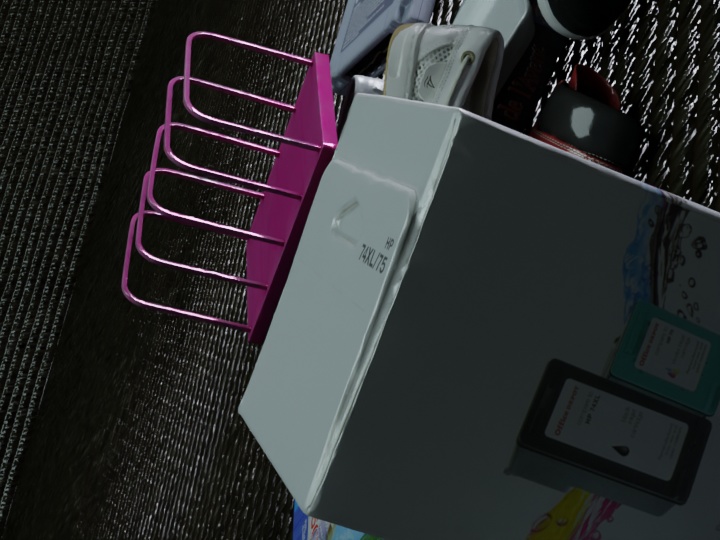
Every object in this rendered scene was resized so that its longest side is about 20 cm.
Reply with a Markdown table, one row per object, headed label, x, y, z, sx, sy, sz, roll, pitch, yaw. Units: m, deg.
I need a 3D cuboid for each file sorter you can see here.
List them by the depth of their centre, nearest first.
| label | x | y | z | sx | sy | sz | roll | pitch | yaw |
| --- | --- | --- | --- | --- | --- | --- | --- | --- | --- |
| file sorter | -0.110 | -0.071 | 1.185 | 0.140 | 0.124 | 0.201 | -96 | 24 | -52 |

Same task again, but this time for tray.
| label | x | y | z | sx | sy | sz | roll | pitch | yaw |
| --- | --- | --- | --- | --- | --- | --- | --- | --- | --- |
| tray | 0.063 | -0.114 | 0.964 | 0.108 | 0.022 | 0.201 | -92 | 27 | -51 |

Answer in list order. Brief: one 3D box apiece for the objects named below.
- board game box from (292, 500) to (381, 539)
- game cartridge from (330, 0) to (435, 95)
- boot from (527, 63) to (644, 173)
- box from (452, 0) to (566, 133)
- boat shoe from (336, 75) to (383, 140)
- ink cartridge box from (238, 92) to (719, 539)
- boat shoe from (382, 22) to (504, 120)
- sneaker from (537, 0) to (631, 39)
| label | x | y | z | sx | sy | sz | roll | pitch | yaw |
| --- | --- | --- | --- | --- | --- | --- | --- | --- | --- |
| board game box | 0.012 | 0.132 | 0.942 | 0.201 | 0.041 | 0.200 | -90 | 26 | -49 |
| game cartridge | 0.029 | -0.251 | 1.344 | 0.200 | 0.040 | 0.135 | 152 | 132 | -66 |
| boot | 0.091 | -0.049 | 0.857 | 0.200 | 0.072 | 0.146 | 16 | 86 | 66 |
| box | 0.077 | -0.112 | 1.021 | 0.202 | 0.037 | 0.137 | -66 | 18 | 15 |
| boat shoe | -0.018 | -0.066 | 1.219 | 0.072 | 0.068 | 0.201 | -107 | 40 | -63 |
| ink cartridge box | 0.076 | 0.035 | 0.569 | 0.147 | 0.198 | 0.147 | -147 | 78 | -74 |
| boat shoe | 0.046 | -0.039 | 0.787 | 0.069 | 0.071 | 0.202 | -1 | 79 | 26 |
| sneaker | 0.163 | -0.227 | 0.813 | 0.202 | 0.072 | 0.112 | -68 | 15 | 3 |
